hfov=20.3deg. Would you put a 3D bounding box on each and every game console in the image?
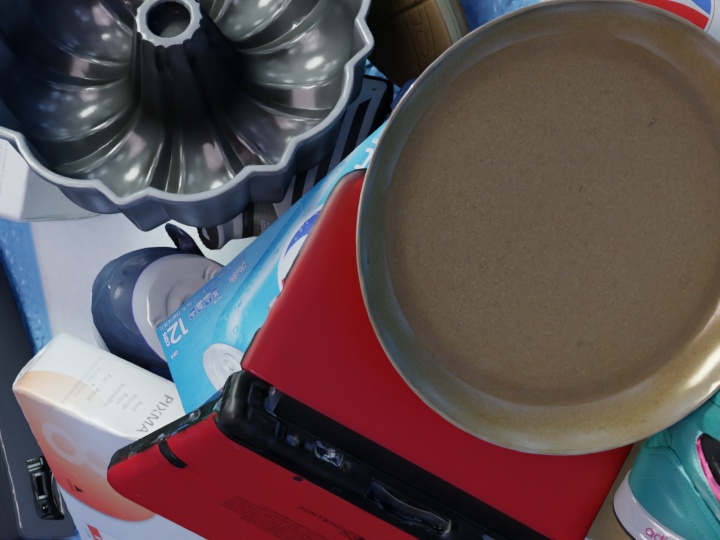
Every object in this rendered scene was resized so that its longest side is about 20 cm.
[{"bbox_3d":[0.013,0.071,0.939,0.172,0.200,0.119,-29,39,47],"label":"game console"}]

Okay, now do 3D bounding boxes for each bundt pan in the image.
[{"bbox_3d":[-0.090,-0.105,0.993,0.201,0.076,0.203,-1,65,3],"label":"bundt pan"}]

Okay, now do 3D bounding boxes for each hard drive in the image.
[{"bbox_3d":[-0.254,0.083,1.213,0.134,0.042,0.201,-21,83,29],"label":"hard drive"}]

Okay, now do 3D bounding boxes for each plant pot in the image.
[{"bbox_3d":[0.092,-0.019,0.874,0.199,0.027,0.201,-3,103,-12],"label":"plant pot"}]

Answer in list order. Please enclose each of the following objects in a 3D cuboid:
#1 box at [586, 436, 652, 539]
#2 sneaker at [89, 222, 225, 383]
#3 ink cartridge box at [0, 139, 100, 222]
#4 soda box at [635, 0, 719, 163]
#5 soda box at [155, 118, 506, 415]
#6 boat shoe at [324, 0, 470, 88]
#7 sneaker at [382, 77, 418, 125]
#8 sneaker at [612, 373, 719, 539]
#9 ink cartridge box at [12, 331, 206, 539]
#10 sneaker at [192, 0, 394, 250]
[{"bbox_3d":[0.156,0.044,0.959,0.163,0.021,0.201,19,109,10],"label":"box"},{"bbox_3d":[-0.062,0.060,1.097,0.200,0.146,0.081,40,75,-16],"label":"sneaker"},{"bbox_3d":[-0.239,-0.120,1.168,0.199,0.086,0.148,16,101,29],"label":"ink cartridge box"},{"bbox_3d":[0.123,-0.152,0.910,0.064,0.068,0.200,-35,95,27],"label":"soda box"},{"bbox_3d":[0.000,0.000,0.948,0.200,0.068,0.064,-42,45,16],"label":"soda box"},{"bbox_3d":[0.007,-0.186,1.031,0.073,0.063,0.201,-27,91,48],"label":"boat shoe"},{"bbox_3d":[0.066,-0.003,1.018,0.085,0.077,0.201,-11,100,17],"label":"sneaker"},{"bbox_3d":[0.226,0.102,0.906,0.199,0.084,0.121,25,119,6],"label":"sneaker"},{"bbox_3d":[-0.079,0.131,1.064,0.199,0.050,0.163,25,148,28],"label":"ink cartridge box"},{"bbox_3d":[-0.044,-0.105,1.081,0.115,0.076,0.201,-8,62,-9],"label":"sneaker"}]
